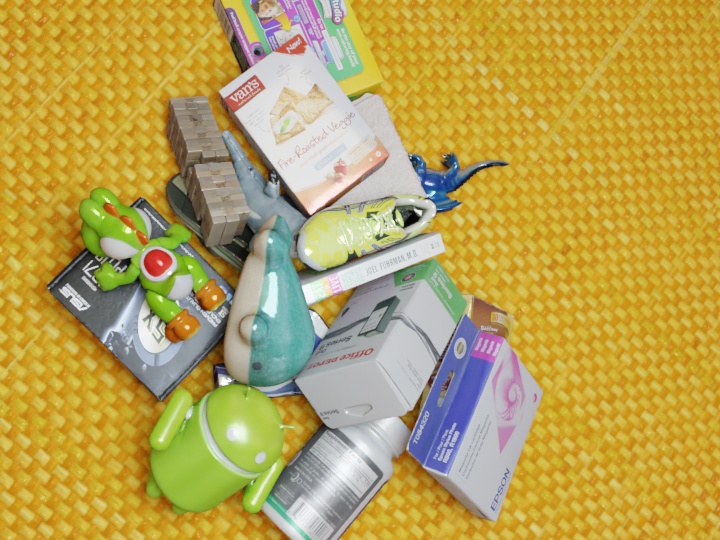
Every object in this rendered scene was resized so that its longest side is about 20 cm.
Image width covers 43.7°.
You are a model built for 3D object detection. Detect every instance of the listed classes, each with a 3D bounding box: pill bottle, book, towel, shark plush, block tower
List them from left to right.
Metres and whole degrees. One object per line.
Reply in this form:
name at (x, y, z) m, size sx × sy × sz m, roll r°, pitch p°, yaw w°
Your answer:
block tower at (-0.199, -0.130, 1.160) m, size 0.053 × 0.058 × 0.202 m, roll -8°, pitch 62°, yaw -28°
shark plush at (-0.114, -0.099, 1.163) m, size 0.090 × 0.083 × 0.202 m, roll -10°, pitch 66°, yaw -32°
pill bottle at (-0.029, 0.260, 1.154) m, size 0.113 × 0.113 × 0.200 m, roll 44°, pitch 75°, yaw -4°
book at (0.000, 0.000, 1.185) m, size 0.198 × 0.133 × 0.049 m, roll -21°, pitch 95°, yaw -16°
towel at (0.003, -0.140, 1.222) m, size 0.131 × 0.035 × 0.202 m, roll -23°, pitch 71°, yaw -3°

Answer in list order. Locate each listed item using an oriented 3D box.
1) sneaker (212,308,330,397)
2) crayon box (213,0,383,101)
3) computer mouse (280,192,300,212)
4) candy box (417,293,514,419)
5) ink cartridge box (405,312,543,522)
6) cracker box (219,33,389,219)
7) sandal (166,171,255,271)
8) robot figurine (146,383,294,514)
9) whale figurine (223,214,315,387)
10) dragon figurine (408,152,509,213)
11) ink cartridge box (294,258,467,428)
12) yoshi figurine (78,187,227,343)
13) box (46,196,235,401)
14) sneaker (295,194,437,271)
sneaker at (-0.099, 0.108, 1.183) m, size 0.196 × 0.080 × 0.117 m, roll 1°, pitch 78°, yaw -20°
crayon box at (-0.086, -0.317, 1.249) m, size 0.171 × 0.058 × 0.202 m, roll -23°, pitch 88°, yaw -16°
computer mouse at (-0.060, -0.093, 1.243) m, size 0.198 × 0.034 × 0.059 m, roll -29°, pitch 73°, yaw -20°
candy box at (0.142, 0.142, 1.212) m, size 0.116 × 0.056 × 0.203 m, roll 23°, pitch 74°, yaw -48°
ink cartridge box at (0.155, 0.192, 1.159) m, size 0.200 × 0.043 × 0.198 m, roll 48°, pitch 59°, yaw -42°
cracker box at (-0.074, -0.185, 1.170) m, size 0.133 × 0.058 × 0.201 m, roll -37°, pitch 88°, yaw -9°
sandal at (-0.185, -0.048, 1.184) m, size 0.201 × 0.057 × 0.080 m, roll 47°, pitch 51°, yaw 4°
robot figurine at (-0.175, 0.215, 1.089) m, size 0.199 × 0.116 × 0.175 m, roll -37°, pitch 116°, yaw 24°
whale figurine at (-0.098, 0.041, 1.057) m, size 0.102 × 0.159 × 0.203 m, roll 12°, pitch 111°, yaw 1°
dragon figurine at (0.109, -0.110, 1.265) m, size 0.197 × 0.059 × 0.101 m, roll -1°, pitch 85°, yaw -9°
ink cartridge box at (0.029, 0.091, 1.127) m, size 0.084 × 0.145 × 0.201 m, roll 54°, pitch 42°, yaw -19°
yoshi figurine at (-0.259, -0.013, 1.073) m, size 0.111 × 0.113 × 0.200 m, roll -33°, pitch 108°, yaw 23°
box at (-0.266, 0.038, 1.143) m, size 0.200 × 0.086 × 0.164 m, roll 46°, pitch 76°, yaw -4°
sneaker at (0.008, -0.058, 1.105) m, size 0.198 × 0.076 × 0.076 m, roll -24°, pitch 91°, yaw -33°
